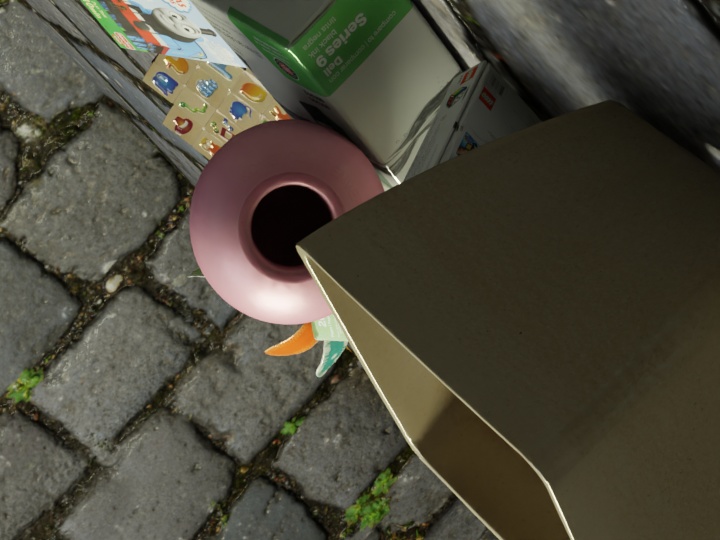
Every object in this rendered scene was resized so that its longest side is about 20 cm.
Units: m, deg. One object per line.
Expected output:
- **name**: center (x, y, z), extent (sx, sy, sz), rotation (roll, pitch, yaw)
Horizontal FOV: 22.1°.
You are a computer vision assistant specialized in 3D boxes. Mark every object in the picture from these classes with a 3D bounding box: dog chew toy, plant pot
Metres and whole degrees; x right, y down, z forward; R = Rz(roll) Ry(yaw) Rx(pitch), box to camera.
- **dog chew toy**: center (-0.047, -0.034, 1.181), extent (0.124, 0.125, 0.200), rotation (43, 180, -6)
- **plant pot**: center (0.118, 0.038, 0.929), extent (0.200, 0.177, 0.200), rotation (41, 166, 41)

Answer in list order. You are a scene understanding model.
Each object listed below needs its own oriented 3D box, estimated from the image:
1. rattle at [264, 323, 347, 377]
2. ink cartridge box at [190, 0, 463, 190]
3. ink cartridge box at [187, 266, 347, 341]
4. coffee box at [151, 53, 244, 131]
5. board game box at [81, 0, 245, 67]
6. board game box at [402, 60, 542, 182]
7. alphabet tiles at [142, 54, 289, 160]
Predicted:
- **rattle**: center (0.013, 0.011, 1.492), extent (0.130, 0.200, 0.143), rotation (47, 173, -37)
- **ink cartridge box**: center (-0.003, -0.127, 1.186), extent (0.146, 0.084, 0.200), rotation (35, 170, 50)
- **ink cartridge box**: center (0.000, 0.000, 1.294), extent (0.198, 0.145, 0.048), rotation (0, 112, 32)
- **coffee box**: center (-0.080, -0.141, 1.628), extent (0.200, 0.080, 0.113), rotation (45, 174, -16)
- **board game box**: center (-0.130, -0.207, 1.367), extent (0.198, 0.037, 0.151), rotation (11, 158, 30)
- **board game box**: center (0.109, -0.011, 1.097), extent (0.034, 0.127, 0.200), rotation (-23, 119, 44)
- **alphabet tiles**: center (-0.093, -0.141, 1.527), extent (0.167, 0.008, 0.200), rotation (37, 146, -5)
